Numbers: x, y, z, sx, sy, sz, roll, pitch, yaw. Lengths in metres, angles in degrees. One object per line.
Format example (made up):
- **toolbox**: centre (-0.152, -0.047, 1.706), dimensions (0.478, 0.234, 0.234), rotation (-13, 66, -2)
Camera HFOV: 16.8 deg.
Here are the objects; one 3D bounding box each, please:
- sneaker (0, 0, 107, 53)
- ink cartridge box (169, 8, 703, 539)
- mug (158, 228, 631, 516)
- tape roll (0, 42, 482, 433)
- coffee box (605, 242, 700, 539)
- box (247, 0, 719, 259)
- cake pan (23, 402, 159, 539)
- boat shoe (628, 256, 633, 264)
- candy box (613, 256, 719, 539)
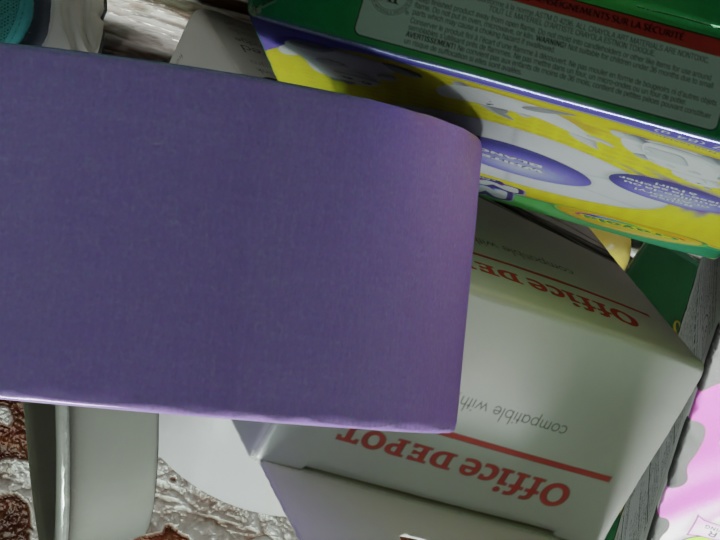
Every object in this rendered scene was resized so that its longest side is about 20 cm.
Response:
- **sneaker**: centre (-0.158, -0.039, 0.664), dimensions (0.080, 0.200, 0.078), rotation (32, -153, -36)
- **ink cartridge box**: centre (0.015, 0.010, 0.685), dimensions (0.116, 0.068, 0.200), rotation (17, -158, -29)
- **mug**: centre (-0.009, -0.003, 0.923), dimensions (0.149, 0.187, 0.153), rotation (47, 170, 8)
- **tape roll**: centre (-0.076, -0.005, 0.527), dimensions (0.200, 0.066, 0.200), rotation (6, 178, 0)
- **coffee box**: centre (0.164, 0.087, 0.940), dimensions (0.200, 0.123, 0.044), rotation (30, 170, 16)
- **box**: centre (0.040, -0.045, 0.560), dimensions (0.117, 0.048, 0.200), rotation (16, 177, 4)
- **cake pan**: centre (-0.103, 0.011, 0.893), dimensions (0.037, 0.201, 0.200), rotation (-3, 180, -12)
- **boat shoe**: centre (0.136, 0.047, 1.041), dimensions (0.062, 0.073, 0.200), rotation (4, 145, 48)
- **candy box**: centre (0.155, 0.066, 0.731), dimensions (0.136, 0.061, 0.200), rotation (10, 141, 2)
